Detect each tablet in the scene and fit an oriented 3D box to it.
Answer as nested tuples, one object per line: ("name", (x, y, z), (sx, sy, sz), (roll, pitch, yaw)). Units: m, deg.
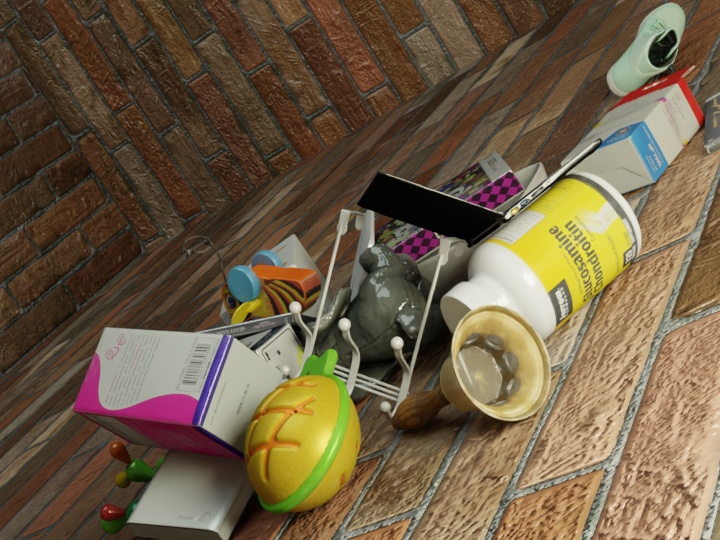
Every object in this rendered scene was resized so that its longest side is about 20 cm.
("tablet", (0.000, 0.000, 1.672), (0.013, 0.132, 0.200), (11, 15, -2))

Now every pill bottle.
("pill bottle", (0.177, 0.000, 1.299), (0.199, 0.113, 0.112), (-38, 12, -20))

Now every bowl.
("bowl", (0.146, -0.035, 1.626), (0.198, 0.075, 0.200), (-25, 14, 34))

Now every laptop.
("laptop", (0.117, -0.097, 1.341), (0.199, 0.116, 0.187), (-38, -1, -9))

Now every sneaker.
("sneaker", (0.473, -0.355, 2.020), (0.201, 0.074, 0.118), (-51, 12, -26))

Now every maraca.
("maraca", (-0.058, 0.156, 1.282), (0.137, 0.107, 0.201), (-44, 23, 18))

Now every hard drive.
("hard drive", (-0.154, 0.201, 1.410), (0.130, 0.026, 0.201), (-4, 42, 35))

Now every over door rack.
("over door rack", (0.005, 0.038, 1.371), (0.146, 0.066, 0.203), (17, 83, 33))

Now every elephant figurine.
("elephant figurine", (-0.005, 0.079, 1.494), (0.199, 0.143, 0.155), (-36, -27, 16))

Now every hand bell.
("hand bell", (0.082, 0.115, 1.223), (0.104, 0.104, 0.200), (-41, 1, -34))

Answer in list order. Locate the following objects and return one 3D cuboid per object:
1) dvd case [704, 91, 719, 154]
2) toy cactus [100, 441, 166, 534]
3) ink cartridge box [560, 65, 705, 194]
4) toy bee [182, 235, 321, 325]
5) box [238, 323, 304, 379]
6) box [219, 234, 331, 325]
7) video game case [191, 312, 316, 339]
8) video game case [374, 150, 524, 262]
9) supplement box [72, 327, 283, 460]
("dvd case", (0.479, -0.209, 1.559), (0.148, 0.016, 0.200), (-29, 12, 24))
("toy cactus", (-0.215, 0.242, 1.484), (0.198, 0.103, 0.165), (-27, 22, -3))
("ink cartridge box", (0.349, -0.170, 1.627), (0.115, 0.068, 0.200), (-20, 18, 48))
("toy bee", (-0.130, 0.029, 1.666), (0.129, 0.110, 0.199), (-20, 32, -28))
("box", (-0.127, 0.143, 1.556), (0.060, 0.118, 0.199), (-38, 10, -37))
("box", (-0.114, 0.041, 1.813), (0.124, 0.098, 0.200), (-34, 12, 5))
("video game case", (-0.145, 0.085, 1.640), (0.197, 0.019, 0.143), (-11, -11, 20))
("video game case", (0.103, -0.071, 1.619), (0.199, 0.036, 0.181), (-34, 10, 7))
("supplement box", (-0.197, 0.130, 1.398), (0.198, 0.103, 0.102), (2, 64, 38))
